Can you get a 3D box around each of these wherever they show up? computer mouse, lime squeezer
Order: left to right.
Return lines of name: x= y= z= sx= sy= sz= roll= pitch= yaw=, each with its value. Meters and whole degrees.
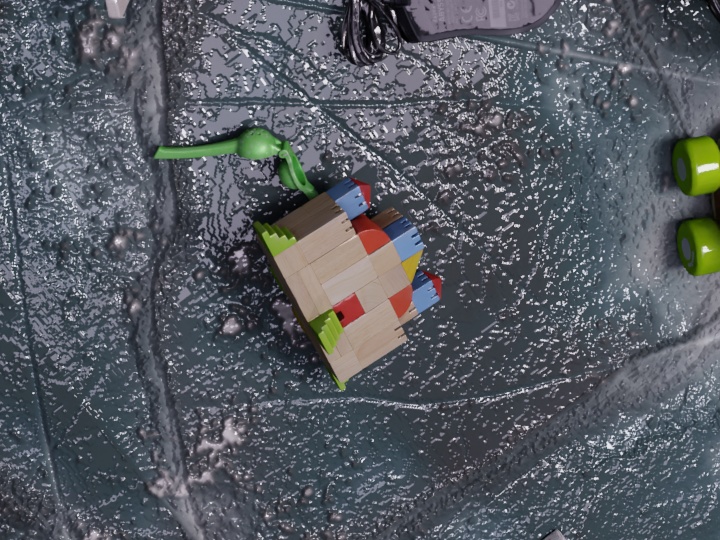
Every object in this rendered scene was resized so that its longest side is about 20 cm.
lime squeezer: x=-0.081 y=-0.084 z=1.203 sx=0.198 sy=0.038 sz=0.071 roll=27 pitch=101 yaw=-17
computer mouse: x=0.080 y=-0.254 z=1.176 sx=0.197 sy=0.053 sz=0.140 roll=-2 pitch=106 yaw=2

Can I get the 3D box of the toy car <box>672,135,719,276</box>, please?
toy car: x=0.398 y=-0.050 z=1.212 sx=0.162 sy=0.200 sz=0.160 roll=-11 pitch=109 yaw=-7

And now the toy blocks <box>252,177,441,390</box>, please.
toy blocks: x=0.000 y=0.000 z=1.212 sx=0.136 sy=0.100 sz=0.201 roll=-32 pitch=122 yaw=-8

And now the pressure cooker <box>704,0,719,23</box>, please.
pressure cooker: x=0.386 y=-0.281 z=1.147 sx=0.176 sy=0.178 sz=0.201 roll=40 pitch=103 yaw=23

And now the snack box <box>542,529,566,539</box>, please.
snack box: x=0.149 y=0.358 z=1.387 sx=0.199 sy=0.024 sz=0.072 roll=-40 pitch=111 yaw=3

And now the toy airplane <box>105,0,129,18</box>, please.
toy airplane: x=-0.206 y=-0.297 z=1.058 sx=0.199 sy=0.141 sz=0.200 roll=42 pitch=110 yaw=-10
